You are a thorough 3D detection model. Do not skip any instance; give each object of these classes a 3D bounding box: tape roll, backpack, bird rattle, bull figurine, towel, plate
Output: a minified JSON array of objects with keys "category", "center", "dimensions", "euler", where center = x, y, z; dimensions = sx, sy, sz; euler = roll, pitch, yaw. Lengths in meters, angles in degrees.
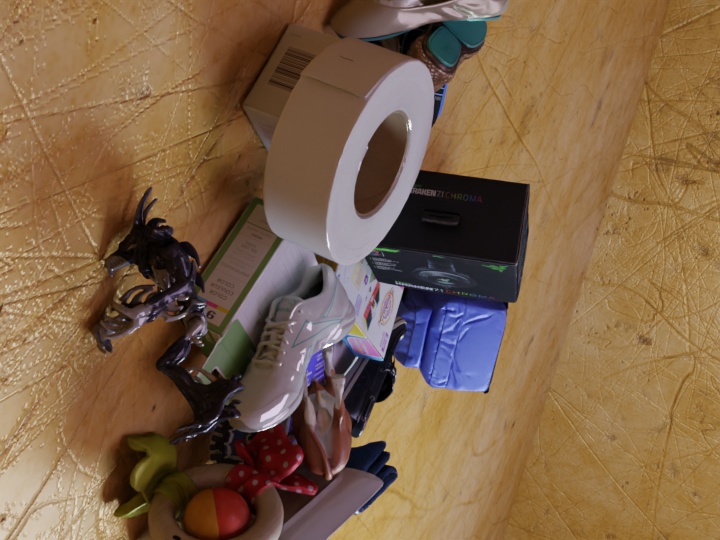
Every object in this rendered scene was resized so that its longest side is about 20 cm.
[{"category":"tape roll","center":[-0.008,-0.110,0.973],"dimensions":[0.203,0.071,0.203],"euler":[-50,155,-35]},{"category":"backpack","center":[0.122,0.057,1.558],"dimensions":[0.200,0.167,0.163],"euler":[-100,-156,-62]},{"category":"bird rattle","center":[-0.137,0.231,1.026],"dimensions":[0.163,0.199,0.113],"euler":[-110,-150,-53]},{"category":"bull figurine","center":[-0.047,0.153,1.146],"dimensions":[0.200,0.065,0.122],"euler":[-137,-139,-74]},{"category":"towel","center":[-0.064,0.247,1.236],"dimensions":[0.112,0.199,0.049],"euler":[-35,112,-54]},{"category":"plate","center":[-0.108,0.249,1.112],"dimensions":[0.200,0.199,0.032],"euler":[-33,118,-48]}]

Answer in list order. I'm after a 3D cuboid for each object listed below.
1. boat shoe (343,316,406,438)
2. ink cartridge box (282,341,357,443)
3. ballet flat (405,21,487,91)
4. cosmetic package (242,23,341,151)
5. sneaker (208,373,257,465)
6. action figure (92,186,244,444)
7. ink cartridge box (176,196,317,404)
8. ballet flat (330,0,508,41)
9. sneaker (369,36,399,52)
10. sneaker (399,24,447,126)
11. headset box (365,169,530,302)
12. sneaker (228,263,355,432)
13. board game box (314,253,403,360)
[{"category":"boat shoe","center":[0.016,0.138,1.354],"dimensions":[0.200,0.062,0.075],"euler":[-54,178,-43]},{"category":"ink cartridge box","center":[-0.051,0.105,1.327],"dimensions":[0.198,0.043,0.201],"euler":[-27,134,-62]},{"category":"ballet flat","center":[0.085,-0.242,1.149],"dimensions":[0.065,0.071,0.200],"euler":[-41,-176,33]},{"category":"cosmetic package","center":[-0.040,-0.144,1.061],"dimensions":[0.102,0.071,0.200],"euler":[-63,160,-15]},{"category":"sneaker","center":[-0.119,0.122,1.154],"dimensions":[0.089,0.078,0.201],"euler":[-68,174,-81]},{"category":"action figure","center":[-0.167,0.038,0.856],"dimensions":[0.102,0.201,0.119],"euler":[-20,170,-16]},{"category":"ink cartridge box","center":[-0.123,0.038,1.052],"dimensions":[0.200,0.059,0.104],"euler":[-60,159,-21]},{"category":"ballet flat","center":[0.064,-0.285,1.078],"dimensions":[0.199,0.070,0.070],"euler":[-14,134,-19]},{"category":"sneaker","center":[0.027,-0.177,1.188],"dimensions":[0.079,0.078,0.200],"euler":[-49,152,-30]},{"category":"sneaker","center":[0.073,-0.239,1.255],"dimensions":[0.201,0.070,0.078],"euler":[92,23,-44]},{"category":"headset box","center":[0.097,-0.040,1.163],"dimensions":[0.200,0.173,0.093],"euler":[62,38,-74]},{"category":"sneaker","center":[-0.077,0.072,1.040],"dimensions":[0.201,0.070,0.080],"euler":[-56,142,-37]},{"category":"board game box","center":[0.000,0.000,1.268],"dimensions":[0.200,0.040,0.154],"euler":[56,46,-56]}]
